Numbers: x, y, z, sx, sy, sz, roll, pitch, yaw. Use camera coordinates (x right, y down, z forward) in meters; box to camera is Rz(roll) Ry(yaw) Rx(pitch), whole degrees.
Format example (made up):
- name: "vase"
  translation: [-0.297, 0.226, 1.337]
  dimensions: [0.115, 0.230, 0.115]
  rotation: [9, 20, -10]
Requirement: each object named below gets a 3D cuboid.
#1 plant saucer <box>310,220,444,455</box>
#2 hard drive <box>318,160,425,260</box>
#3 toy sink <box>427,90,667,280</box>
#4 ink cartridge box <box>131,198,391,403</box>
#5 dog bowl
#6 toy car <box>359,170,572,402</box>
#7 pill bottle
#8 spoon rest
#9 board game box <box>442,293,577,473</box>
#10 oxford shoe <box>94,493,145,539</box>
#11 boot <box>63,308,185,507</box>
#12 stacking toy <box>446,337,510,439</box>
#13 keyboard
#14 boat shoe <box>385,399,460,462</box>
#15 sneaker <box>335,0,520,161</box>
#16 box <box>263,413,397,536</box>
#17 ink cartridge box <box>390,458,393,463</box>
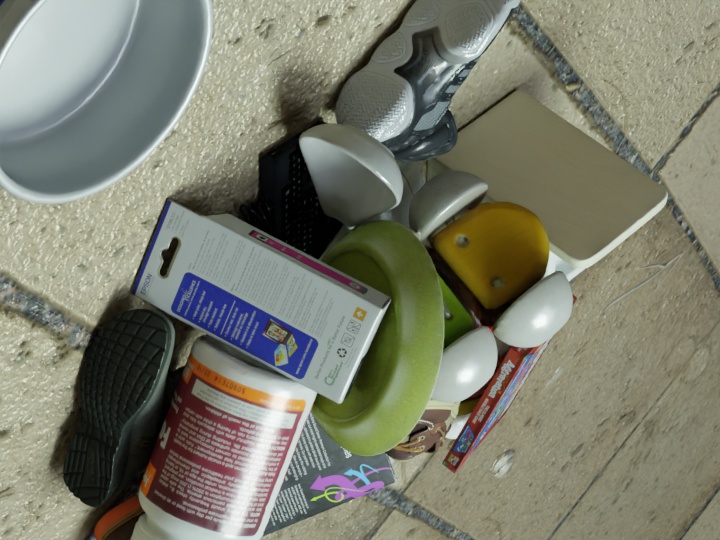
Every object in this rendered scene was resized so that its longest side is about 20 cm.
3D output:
- name: "plant saucer"
  translation: [-0.002, 0.055, 1.596]
  dimensions: [0.031, 0.200, 0.200]
  rotation: [7, 118, -36]
- name: "hard drive"
  translation: [0.000, 0.000, 1.764]
  dimensions: [0.200, 0.027, 0.132]
  rotation: [-54, 154, -15]
- name: "toy sink"
  translation: [0.178, -0.056, 1.814]
  dimensions: [0.130, 0.200, 0.112]
  rotation: [-37, 148, -26]
- name: "ink cartridge box"
  translation: [-0.082, 0.022, 1.552]
  dimensions: [0.095, 0.199, 0.037]
  rotation: [-65, 175, 23]
- name: "dog bowl"
  translation: [-0.200, -0.149, 1.288]
  dimensions: [0.200, 0.079, 0.200]
  rotation: [-36, 147, -28]
- name: "toy car"
  translation: [0.078, 0.024, 1.708]
  dimensions: [0.200, 0.175, 0.150]
  rotation: [-35, 167, -18]
- name: "pill bottle"
  translation: [-0.121, 0.165, 1.605]
  dimensions: [0.114, 0.114, 0.201]
  rotation: [7, 106, -58]
- name: "spoon rest"
  translation: [-0.006, -0.075, 1.614]
  dimensions: [0.061, 0.099, 0.200]
  rotation: [-58, 172, -6]
- name: "board game box"
  translation: [0.142, 0.108, 1.818]
  dimensions: [0.103, 0.019, 0.200]
  rotation: [-46, 167, -40]
- name: "oxford shoe"
  translation: [-0.146, 0.219, 1.701]
  dimensions: [0.200, 0.073, 0.071]
  rotation: [-35, 140, 14]
- name: "boot"
  translation: [-0.183, 0.103, 1.630]
  dimensions: [0.131, 0.068, 0.200]
  rotation: [-28, 145, -57]
- name: "stacking toy"
  translation: [0.094, 0.097, 1.880]
  dimensions: [0.146, 0.146, 0.200]
  rotation: [-32, 141, -32]
- name: "keyboard"
  translation: [-0.057, -0.031, 1.668]
  dimensions: [0.104, 0.040, 0.200]
  rotation: [-36, 146, -29]
- name: "boat shoe"
  translation: [0.047, 0.143, 1.746]
  dimensions: [0.200, 0.072, 0.072]
  rotation: [29, 75, -78]
- name: "sneaker"
  translation: [0.069, -0.173, 1.660]
  dimensions: [0.200, 0.075, 0.114]
  rotation: [-44, 151, -2]
- name: "box"
  translation: [-0.075, 0.181, 1.777]
  dimensions: [0.199, 0.036, 0.143]
  rotation: [-21, 132, -4]
- name: "ink cartridge box"
  translation: [0.013, 0.112, 1.890]
  dimensions: [0.200, 0.076, 0.148]
  rotation: [-54, 151, 6]
